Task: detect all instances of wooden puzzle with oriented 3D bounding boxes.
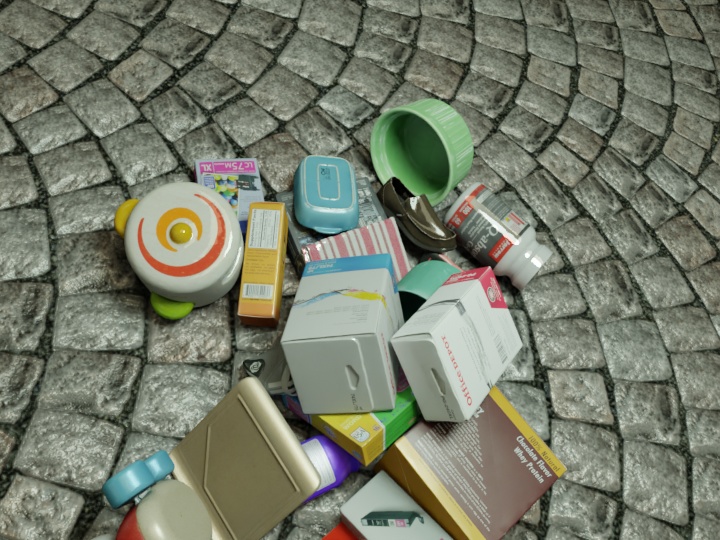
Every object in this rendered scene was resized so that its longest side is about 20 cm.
[{"bbox_3d":[-0.168,0.282,1.003,0.186,0.200,0.037,53,18,17],"label":"wooden puzzle"}]

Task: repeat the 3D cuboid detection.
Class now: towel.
[{"bbox_3d":[0.000,0.000,1.248,0.198,0.030,0.149,-20,96,-27],"label":"towel"}]

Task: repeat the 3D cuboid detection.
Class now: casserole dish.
[{"bbox_3d":[-0.060,-0.148,1.278,0.119,0.039,0.202,4,45,-10],"label":"casserole dish"}]

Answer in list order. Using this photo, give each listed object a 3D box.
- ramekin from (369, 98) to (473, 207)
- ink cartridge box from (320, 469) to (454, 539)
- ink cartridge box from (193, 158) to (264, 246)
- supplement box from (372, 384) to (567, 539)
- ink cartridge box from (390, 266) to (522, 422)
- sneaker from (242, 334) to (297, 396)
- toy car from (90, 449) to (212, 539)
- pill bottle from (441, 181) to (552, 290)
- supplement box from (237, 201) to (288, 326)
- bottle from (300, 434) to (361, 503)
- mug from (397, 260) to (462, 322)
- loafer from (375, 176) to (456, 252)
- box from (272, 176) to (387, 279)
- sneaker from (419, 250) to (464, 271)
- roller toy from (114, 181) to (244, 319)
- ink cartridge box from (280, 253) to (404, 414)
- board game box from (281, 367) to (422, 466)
[{"bbox_3d":[0.122,-0.231,1.360,0.200,0.201,0.097,46,51,13],"label":"ramekin"},{"bbox_3d":[0.037,0.414,1.001,0.173,0.044,0.199,-35,55,-27],"label":"ink cartridge box"},{"bbox_3d":[-0.233,-0.114,1.277,0.117,0.042,0.203,-4,63,-18],"label":"ink cartridge box"},{"bbox_3d":[0.165,0.307,1.088,0.199,0.133,0.198,-33,73,-29],"label":"supplement box"},{"bbox_3d":[0.147,0.109,1.051,0.200,0.083,0.147,-39,111,-44],"label":"ink cartridge box"},{"bbox_3d":[-0.135,0.128,1.146,0.114,0.076,0.201,-13,29,17],"label":"sneaker"},{"bbox_3d":[-0.305,0.376,0.922,0.199,0.177,0.186,-35,84,-1],"label":"toy car"},{"bbox_3d":[0.262,-0.064,1.346,0.200,0.116,0.116,42,58,11],"label":"pill bottle"},{"bbox_3d":[-0.163,-0.012,1.191,0.068,0.067,0.203,5,71,1],"label":"supplement box"},{"bbox_3d":[-0.062,0.295,1.069,0.198,0.065,0.084,-20,72,-26],"label":"bottle"},{"bbox_3d":[0.134,0.072,1.223,0.151,0.187,0.114,24,51,29],"label":"mug"},{"bbox_3d":[0.104,-0.107,1.323,0.199,0.072,0.073,40,38,24],"label":"loafer"},{"bbox_3d":[-0.047,-0.082,1.304,0.197,0.051,0.159,-15,65,-25],"label":"box"},{"bbox_3d":[0.191,0.038,1.306,0.200,0.074,0.086,44,29,19],"label":"sneaker"},{"bbox_3d":[-0.282,-0.044,1.136,0.180,0.140,0.202,-26,78,-12],"label":"roller toy"},{"bbox_3d":[-0.019,0.095,1.076,0.143,0.149,0.201,-5,33,12],"label":"ink cartridge box"},{"bbox_3d":[-0.008,0.196,1.095,0.152,0.041,0.199,-35,39,-30],"label":"board game box"}]
